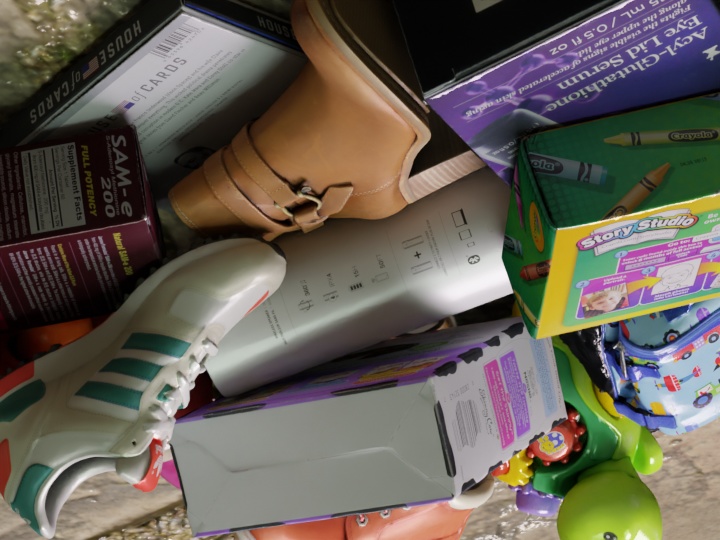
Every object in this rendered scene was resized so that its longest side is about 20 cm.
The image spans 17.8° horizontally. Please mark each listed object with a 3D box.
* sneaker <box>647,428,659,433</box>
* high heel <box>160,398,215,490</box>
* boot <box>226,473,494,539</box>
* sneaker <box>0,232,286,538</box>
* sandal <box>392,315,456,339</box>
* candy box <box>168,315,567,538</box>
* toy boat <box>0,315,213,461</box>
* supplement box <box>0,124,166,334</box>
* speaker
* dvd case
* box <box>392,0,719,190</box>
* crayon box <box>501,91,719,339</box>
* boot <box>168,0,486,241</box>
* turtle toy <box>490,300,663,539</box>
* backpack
[{"bbox_3d":[0.177,0.082,1.593,0.075,0.091,0.200,-12,154,-20],"label":"sneaker"},{"bbox_3d":[-0.109,0.096,1.500,0.199,0.068,0.096,18,147,-28],"label":"high heel"},{"bbox_3d":[0.000,0.146,1.459,0.199,0.075,0.107,9,133,-48],"label":"boot"},{"bbox_3d":[-0.111,0.065,1.218,0.199,0.094,0.070,-33,158,1],"label":"sneaker"},{"bbox_3d":[0.025,0.048,1.491,0.081,0.055,0.200,-18,152,3],"label":"sandal"},{"bbox_3d":[0.010,0.087,1.338,0.166,0.072,0.200,-11,-175,25],"label":"candy box"},{"bbox_3d":[-0.177,0.034,1.322,0.198,0.131,0.132,0,118,-29],"label":"toy boat"},{"bbox_3d":[-0.206,-0.011,1.218,0.198,0.061,0.109,-10,155,-2],"label":"supplement box"},{"bbox_3d":[0.000,0.002,1.292,0.199,0.082,0.081,-21,152,7],"label":"speaker"},{"bbox_3d":[-0.073,-0.081,1.241,0.150,0.025,0.199,-35,146,31],"label":"dvd case"},{"bbox_3d":[0.119,-0.121,1.183,0.147,0.105,0.200,-26,150,17],"label":"box"},{"bbox_3d":[0.179,-0.036,1.194,0.198,0.059,0.119,-13,152,-9],"label":"crayon box"},{"bbox_3d":[-0.035,-0.074,1.186,0.154,0.077,0.200,-21,159,16],"label":"boot"},{"bbox_3d":[0.132,0.111,1.520,0.101,0.200,0.146,-32,151,-25],"label":"turtle toy"},{"bbox_3d":[0.192,-0.025,1.346,0.182,0.135,0.201,-28,142,-4],"label":"backpack"}]
